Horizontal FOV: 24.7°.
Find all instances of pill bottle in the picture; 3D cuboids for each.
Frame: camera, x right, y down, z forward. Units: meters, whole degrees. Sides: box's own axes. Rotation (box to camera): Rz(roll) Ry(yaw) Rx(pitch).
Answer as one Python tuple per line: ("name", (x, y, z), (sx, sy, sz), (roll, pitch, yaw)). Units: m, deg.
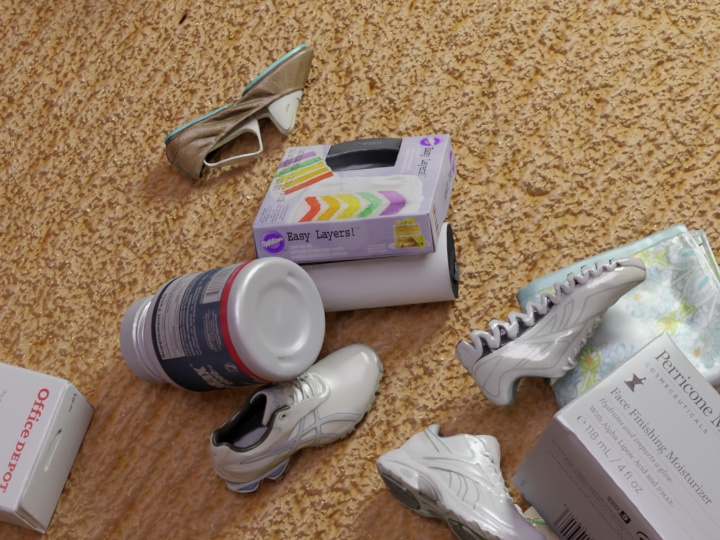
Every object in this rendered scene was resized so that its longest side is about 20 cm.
("pill bottle", (-0.142, 0.058, 1.623), (0.199, 0.119, 0.120), (-11, 56, 44))

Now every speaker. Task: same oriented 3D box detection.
("speaker", (0.000, 0.000, 1.676), (0.198, 0.081, 0.082), (-5, 63, 11))

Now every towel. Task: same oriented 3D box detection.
("towel", (0.270, 0.059, 1.602), (0.199, 0.048, 0.172), (-21, 61, 2))

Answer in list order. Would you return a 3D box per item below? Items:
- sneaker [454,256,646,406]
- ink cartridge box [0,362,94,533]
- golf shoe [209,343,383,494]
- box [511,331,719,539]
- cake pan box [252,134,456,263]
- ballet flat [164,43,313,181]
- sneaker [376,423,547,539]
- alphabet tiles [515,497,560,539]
("sneaker", (0.191, 0.057, 1.565), (0.199, 0.075, 0.081), (-33, 75, 11))
("ink cartridge box", (-0.392, 0.169, 1.680), (0.199, 0.085, 0.145), (12, 68, 20))
("golf shoe", (-0.062, 0.135, 1.614), (0.200, 0.097, 0.078), (-40, 60, -10))
("box", (0.255, 0.193, 1.423), (0.130, 0.200, 0.199), (-35, 75, -19))
("cake pan box", (-0.002, -0.075, 1.679), (0.183, 0.053, 0.200), (-2, 28, 12))
("ballet flat", (-0.119, -0.164, 1.799), (0.199, 0.068, 0.073), (-35, 82, -5))
("sneaker", (0.108, 0.200, 1.540), (0.199, 0.078, 0.099), (31, 68, 37))
("alphabet tiles", (0.197, 0.278, 1.528), (0.194, 0.015, 0.201), (0, 64, 13))
